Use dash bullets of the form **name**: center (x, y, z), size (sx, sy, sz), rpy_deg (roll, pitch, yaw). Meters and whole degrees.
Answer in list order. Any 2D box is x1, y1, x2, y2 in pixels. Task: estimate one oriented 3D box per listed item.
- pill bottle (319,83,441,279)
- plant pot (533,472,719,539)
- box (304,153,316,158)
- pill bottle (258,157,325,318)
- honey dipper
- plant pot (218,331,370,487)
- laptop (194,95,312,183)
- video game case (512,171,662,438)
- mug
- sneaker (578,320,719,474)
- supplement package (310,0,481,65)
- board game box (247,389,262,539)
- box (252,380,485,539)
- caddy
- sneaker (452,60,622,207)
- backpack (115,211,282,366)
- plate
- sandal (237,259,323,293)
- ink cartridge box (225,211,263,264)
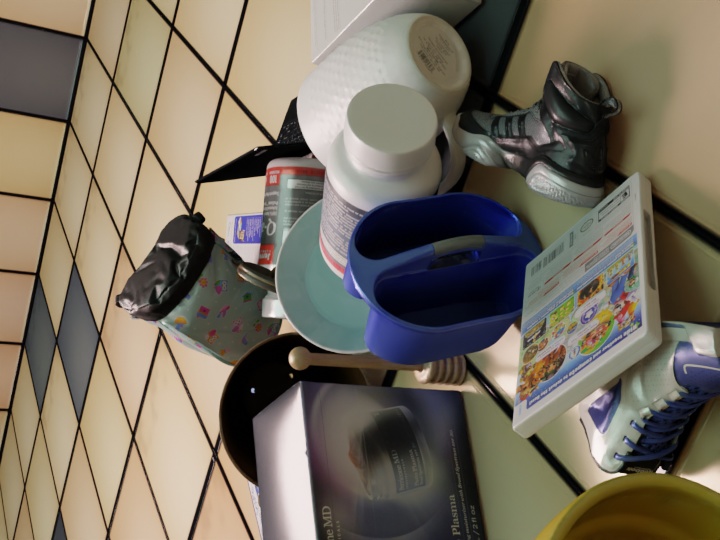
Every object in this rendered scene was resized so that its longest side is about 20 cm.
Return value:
- **pill bottle**: center (0.021, -0.085, 1.003), size (0.201, 0.117, 0.121), rpy_deg (98, 161, -54)
- **plant pot**: center (0.182, 0.270, 0.687), size (0.190, 0.197, 0.204), rpy_deg (114, 150, -56)
- **box**: center (-0.090, -0.087, 1.392), size (0.202, 0.038, 0.042), rpy_deg (-67, 31, 27)
- **pill bottle**: center (-0.074, -0.037, 1.273), size (0.115, 0.114, 0.204), rpy_deg (-2, 82, 60)
- **honey dipper**: center (0.019, 0.094, 0.992), size (0.038, 0.197, 0.039), rpy_deg (-16, 71, 58)
- **plant pot**: center (-0.094, 0.168, 1.230), size (0.200, 0.183, 0.191), rpy_deg (175, 101, -77)
- **laptop**: center (-0.110, -0.197, 1.311), size (0.176, 0.103, 0.203), rpy_deg (-16, 50, 52)
- **video game case**: center (0.180, 0.023, 0.789), size (0.143, 0.018, 0.201), rpy_deg (-44, 18, 37)
- **mug**: center (0.046, -0.175, 1.082), size (0.175, 0.147, 0.202), rpy_deg (-28, 90, 50)
- **sneaker**: center (0.230, 0.100, 0.747), size (0.199, 0.079, 0.117), rpy_deg (161, 109, -66)
- **supplement package**: center (0.035, -0.322, 1.135), size (0.199, 0.116, 0.119), rpy_deg (-29, 57, 56)
- **board game box**: center (-0.128, 0.264, 1.372), size (0.137, 0.034, 0.202), rpy_deg (112, 149, -41)
- **box**: center (0.009, 0.229, 0.984), size (0.123, 0.195, 0.203), rpy_deg (-41, 50, 50)
- **caddy**: center (0.077, 0.001, 0.921), size (0.105, 0.197, 0.143), rpy_deg (115, 138, -54)
- **sneaker**: center (0.166, -0.141, 0.909), size (0.200, 0.074, 0.116), rpy_deg (40, 118, 50)
- **backpack**: center (-0.201, 0.043, 1.307), size (0.168, 0.200, 0.126), rpy_deg (-51, 40, -4)
- **plate**: center (0.000, 0.000, 1.112), size (0.026, 0.197, 0.203), rpy_deg (57, -157, -65)
- **sandal**: center (-0.048, 0.011, 1.165), size (0.082, 0.197, 0.056), rpy_deg (8, -86, -75)
- **ink cartridge box**: center (-0.149, -0.034, 1.409), size (0.199, 0.036, 0.097), rpy_deg (-177, 91, -65)
